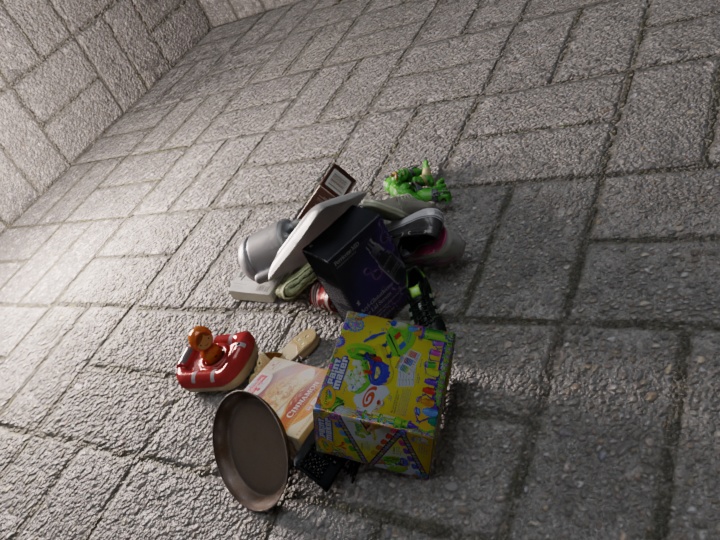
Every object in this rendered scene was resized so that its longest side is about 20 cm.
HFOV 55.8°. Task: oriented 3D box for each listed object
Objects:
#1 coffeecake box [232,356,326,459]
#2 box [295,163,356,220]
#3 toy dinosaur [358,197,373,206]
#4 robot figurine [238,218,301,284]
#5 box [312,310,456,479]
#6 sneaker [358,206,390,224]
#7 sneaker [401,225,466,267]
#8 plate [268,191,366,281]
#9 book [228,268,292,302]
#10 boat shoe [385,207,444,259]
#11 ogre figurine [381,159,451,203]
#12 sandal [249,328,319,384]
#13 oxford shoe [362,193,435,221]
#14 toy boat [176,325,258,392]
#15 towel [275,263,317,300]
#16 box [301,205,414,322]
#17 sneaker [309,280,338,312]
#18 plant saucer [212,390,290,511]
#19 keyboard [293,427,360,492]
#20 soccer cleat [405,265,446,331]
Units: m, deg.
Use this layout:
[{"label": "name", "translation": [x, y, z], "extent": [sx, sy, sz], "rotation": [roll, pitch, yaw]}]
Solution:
[{"label": "coffeecake box", "translation": [-0.124, 0.249, 1.234], "extent": [0.197, 0.074, 0.154], "rotation": [6, 41, 40]}, {"label": "box", "translation": [-0.096, -0.142, 1.599], "extent": [0.200, 0.074, 0.101], "rotation": [-47, 11, 43]}, {"label": "toy dinosaur", "translation": [-0.011, -0.124, 1.595], "extent": [0.100, 0.078, 0.200], "rotation": [-23, 11, 13]}, {"label": "robot figurine", "translation": [-0.199, -0.044, 1.554], "extent": [0.197, 0.113, 0.172], "rotation": [-24, 36, 25]}, {"label": "box", "translation": [0.042, 0.195, 1.099], "extent": [0.188, 0.124, 0.202], "rotation": [12, 47, 11]}, {"label": "sneaker", "translation": [0.025, -0.098, 1.509], "extent": [0.091, 0.195, 0.080], "rotation": [9, 92, 63]}, {"label": "sneaker", "translation": [0.146, -0.043, 1.414], "extent": [0.199, 0.087, 0.083], "rotation": [2, 72, 63]}, {"label": "plate", "translation": [-0.091, -0.079, 1.356], "extent": [0.201, 0.032, 0.199], "rotation": [-49, -10, 28]}, {"label": "book", "translation": [-0.220, -0.012, 1.661], "extent": [0.131, 0.049, 0.202], "rotation": [3, 48, 33]}, {"label": "boat shoe", "translation": [0.093, -0.059, 1.360], "extent": [0.198, 0.069, 0.068], "rotation": [-22, 50, 48]}, {"label": "ogre figurine", "translation": [0.126, -0.193, 1.596], "extent": [0.117, 0.100, 0.202], "rotation": [-16, 49, -12]}, {"label": "sandal", "translation": [-0.176, 0.180, 1.371], "extent": [0.211, 0.070, 0.077], "rotation": [-44, 35, -18]}, {"label": "oxford shoe", "translation": [0.081, -0.129, 1.385], "extent": [0.074, 0.197, 0.059], "rotation": [4, 88, 50]}, {"label": "toy boat", "translation": [-0.314, 0.170, 1.429], "extent": [0.195, 0.132, 0.132], "rotation": [-8, 40, 27]}, {"label": "towel", "translation": [-0.108, -0.007, 1.534], "extent": [0.199, 0.037, 0.148], "rotation": [-41, 9, -11]}, {"label": "box", "translation": [0.000, 0.000, 1.350], "extent": [0.148, 0.202, 0.104], "rotation": [-42, 34, -18]}, {"label": "sneaker", "translation": [-0.039, 0.007, 1.481], "extent": [0.114, 0.080, 0.200], "rotation": [4, 37, 47]}, {"label": "plant saucer", "translation": [-0.182, 0.304, 1.161], "extent": [0.197, 0.206, 0.032], "rotation": [6, 9, 40]}, {"label": "keyboard", "translation": [-0.019, 0.266, 1.133], "extent": [0.103, 0.040, 0.201], "rotation": [34, 57, 4]}, {"label": "soccer cleat", "translation": [0.115, 0.075, 1.282], "extent": [0.066, 0.082, 0.202], "rotation": [-22, 37, 10]}]
